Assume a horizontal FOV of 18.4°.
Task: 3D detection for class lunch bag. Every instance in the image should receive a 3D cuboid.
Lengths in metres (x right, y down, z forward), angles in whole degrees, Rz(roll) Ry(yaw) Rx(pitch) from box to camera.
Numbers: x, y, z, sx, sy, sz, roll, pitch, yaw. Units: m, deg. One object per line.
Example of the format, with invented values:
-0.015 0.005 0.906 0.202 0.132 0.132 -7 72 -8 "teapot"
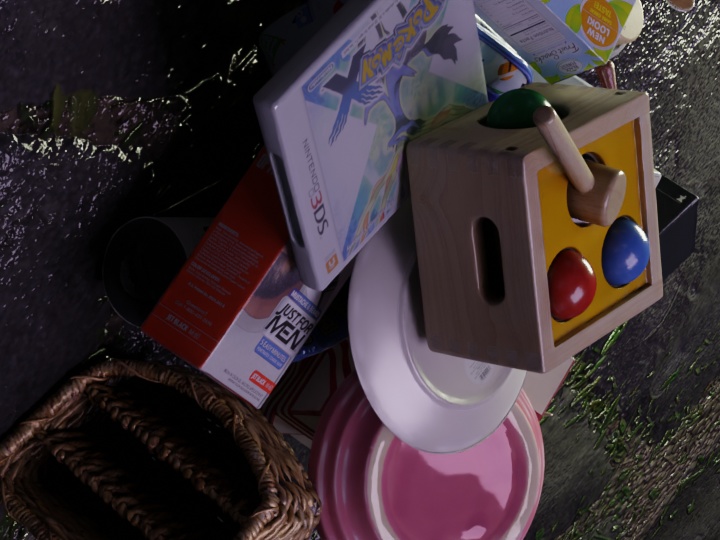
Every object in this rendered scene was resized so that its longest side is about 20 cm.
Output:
0.030 -0.153 1.614 0.160 0.076 0.200 -29 154 19 "lunch bag"

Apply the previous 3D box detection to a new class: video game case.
0.013 -0.111 1.483 0.200 0.022 0.182 -48 147 -27 "video game case"

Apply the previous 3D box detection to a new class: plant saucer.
0.059 0.152 1.668 0.200 0.051 0.201 -2 94 -29 "plant saucer"

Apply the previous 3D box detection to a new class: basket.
-0.145 0.151 1.610 0.143 0.200 0.149 -58 152 12 "basket"

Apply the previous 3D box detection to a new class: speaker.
-0.100 0.000 1.649 0.200 0.081 0.081 0 121 -57 "speaker"

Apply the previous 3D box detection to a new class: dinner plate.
0.067 0.033 1.606 0.200 0.024 0.201 0 90 -45 "dinner plate"

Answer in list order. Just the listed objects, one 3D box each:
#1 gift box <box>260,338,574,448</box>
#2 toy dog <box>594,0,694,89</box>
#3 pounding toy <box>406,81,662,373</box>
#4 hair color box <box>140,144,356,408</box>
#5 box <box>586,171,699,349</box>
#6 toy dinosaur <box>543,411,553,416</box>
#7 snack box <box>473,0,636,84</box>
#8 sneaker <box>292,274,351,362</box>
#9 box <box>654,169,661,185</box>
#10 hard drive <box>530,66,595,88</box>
0.028 0.096 1.771 0.200 0.187 0.184 -58 -164 -20 "gift box"
0.223 -0.223 1.868 0.200 0.132 0.096 -38 118 -21 "toy dog"
0.129 -0.046 1.529 0.184 0.142 0.200 -28 119 -45 "pounding toy"
-0.056 -0.012 1.556 0.200 0.064 0.111 -57 153 -5 "hair color box"
0.161 -0.048 1.860 0.141 0.200 0.079 -42 149 -22 "box"
0.065 0.101 1.928 0.101 0.200 0.058 -41 126 -19 "toy dinosaur"
0.116 -0.258 1.551 0.200 0.068 0.169 40 60 -22 "snack box"
0.000 0.000 1.659 0.200 0.075 0.088 -45 169 -16 "sneaker"
0.136 -0.100 1.771 0.082 0.200 0.068 3 120 -48 "box"
0.107 -0.110 1.720 0.025 0.200 0.132 14 109 -51 "hard drive"
